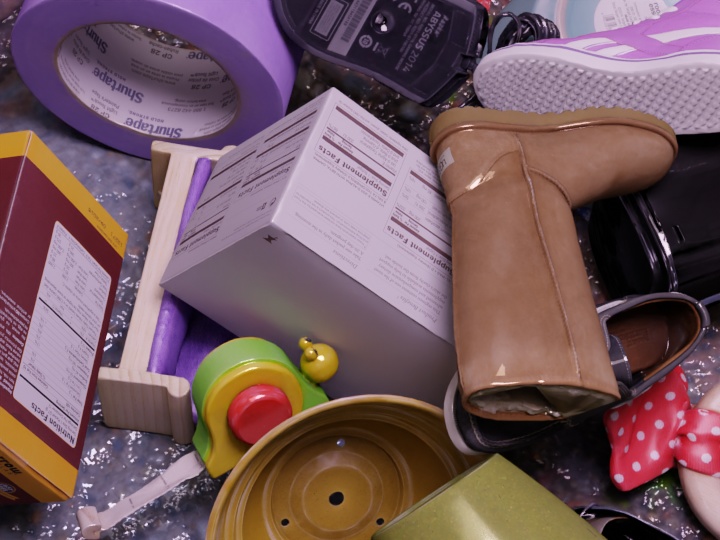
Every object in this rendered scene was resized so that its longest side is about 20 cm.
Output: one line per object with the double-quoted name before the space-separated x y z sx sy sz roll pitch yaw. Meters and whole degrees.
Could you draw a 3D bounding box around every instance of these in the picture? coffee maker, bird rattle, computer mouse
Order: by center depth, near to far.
"bird rattle" 0.267 0.115 1.289 0.200 0.113 0.163 -24 81 -12
"coffee maker" 0.267 -0.058 1.312 0.200 0.192 0.135 -18 44 -13
"computer mouse" 0.025 -0.165 1.334 0.200 0.053 0.139 31 104 -17

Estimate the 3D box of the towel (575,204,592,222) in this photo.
"towel" 0.223 -0.078 1.435 0.145 0.024 0.200 -39 70 -21

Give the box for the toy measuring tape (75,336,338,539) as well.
"toy measuring tape" -0.105 0.097 1.226 0.200 0.074 0.074 -30 65 -3

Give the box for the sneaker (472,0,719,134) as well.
"sneaker" 0.184 -0.142 1.303 0.200 0.073 0.114 5 40 23

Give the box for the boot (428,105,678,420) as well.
"boot" 0.130 -0.003 1.178 0.175 0.066 0.200 -1 57 -12

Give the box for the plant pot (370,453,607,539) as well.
"plant pot" 0.100 0.216 1.138 0.187 0.187 0.200 -31 85 -19

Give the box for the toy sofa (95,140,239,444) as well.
"toy sofa" -0.115 0.014 1.331 0.098 0.083 0.200 9 61 3

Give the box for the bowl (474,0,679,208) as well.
"bowl" 0.189 -0.154 1.395 0.201 0.105 0.201 2 70 -4

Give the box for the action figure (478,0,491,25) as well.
"action figure" 0.025 -0.231 1.480 0.099 0.065 0.200 -26 63 -42

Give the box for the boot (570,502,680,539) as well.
"boot" 0.134 0.168 1.245 0.200 0.097 0.075 32 54 14

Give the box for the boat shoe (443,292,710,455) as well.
"boat shoe" 0.135 0.059 1.196 0.200 0.068 0.072 -21 95 -35

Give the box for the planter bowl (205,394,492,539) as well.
"planter bowl" -0.008 0.161 1.230 0.200 0.200 0.083 -13 19 -10

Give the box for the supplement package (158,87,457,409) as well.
"supplement package" 0.000 0.000 1.260 0.200 0.156 0.111 35 59 -20

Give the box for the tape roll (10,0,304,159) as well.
"tape roll" -0.141 -0.166 1.364 0.200 0.200 0.085 12 60 4

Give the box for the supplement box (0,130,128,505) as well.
"supplement box" -0.283 0.038 1.242 0.197 0.133 0.200 -6 58 23
